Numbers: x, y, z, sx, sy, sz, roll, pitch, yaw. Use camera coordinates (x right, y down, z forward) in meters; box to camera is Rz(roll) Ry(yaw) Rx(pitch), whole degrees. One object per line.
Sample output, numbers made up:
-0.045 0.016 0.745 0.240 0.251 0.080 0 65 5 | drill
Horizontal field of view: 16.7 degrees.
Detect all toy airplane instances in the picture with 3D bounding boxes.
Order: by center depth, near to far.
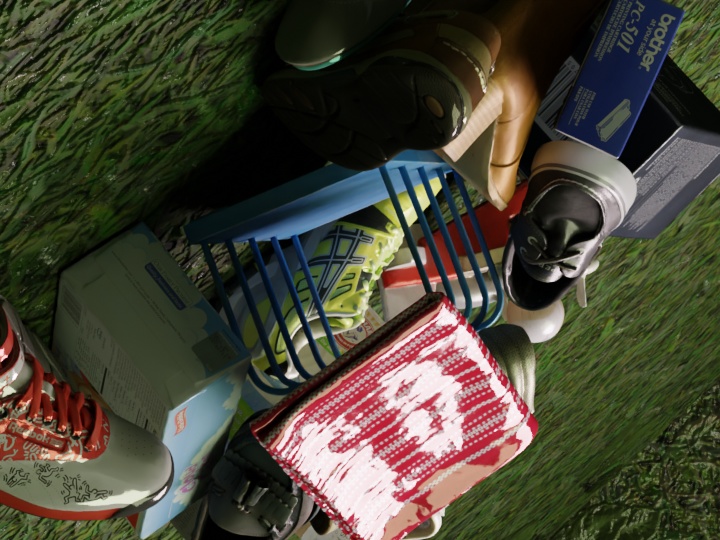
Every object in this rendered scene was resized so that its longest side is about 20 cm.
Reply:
0.101 -0.003 1.876 0.198 0.142 0.200 -27 -174 25 | toy airplane

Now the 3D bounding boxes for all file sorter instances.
0.000 0.000 1.573 0.138 0.124 0.200 -22 175 16 | file sorter

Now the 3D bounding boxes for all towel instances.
0.026 0.099 1.509 0.144 0.023 0.200 -36 146 1 | towel

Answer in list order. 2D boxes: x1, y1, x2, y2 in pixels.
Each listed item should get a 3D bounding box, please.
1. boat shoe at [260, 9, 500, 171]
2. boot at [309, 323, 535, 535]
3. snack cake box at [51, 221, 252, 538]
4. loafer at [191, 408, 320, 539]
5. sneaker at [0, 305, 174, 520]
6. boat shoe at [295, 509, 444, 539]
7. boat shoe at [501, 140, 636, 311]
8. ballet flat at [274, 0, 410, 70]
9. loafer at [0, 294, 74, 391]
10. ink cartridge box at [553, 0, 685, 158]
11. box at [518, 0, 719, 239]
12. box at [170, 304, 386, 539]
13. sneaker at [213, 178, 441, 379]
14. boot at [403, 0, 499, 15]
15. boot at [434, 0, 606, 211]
0.017 -0.108 1.405 0.074 0.076 0.199 -49 -156 -21 | boat shoe
0.033 0.104 1.627 0.154 0.072 0.200 -21 163 -17 | boot
-0.139 0.073 1.562 0.067 0.115 0.200 -33 163 -25 | snack cake box
-0.074 0.160 1.607 0.063 0.072 0.200 -47 170 -30 | loafer
-0.190 0.074 1.368 0.200 0.068 0.108 13 134 -13 | sneaker
0.032 0.171 1.821 0.200 0.069 0.071 -31 162 -47 | boat shoe
0.124 -0.022 1.573 0.200 0.069 0.067 120 -9 -72 | boat shoe
0.024 -0.193 1.372 0.200 0.067 0.064 -38 137 -14 | ballet flat
-0.216 0.070 1.484 0.062 0.072 0.200 -23 156 -1 | loafer
0.155 -0.121 1.489 0.200 0.044 0.095 -42 156 -83 | ink cartridge box
0.170 -0.112 1.743 0.107 0.149 0.200 -46 163 16 | box
-0.054 0.114 1.790 0.199 0.113 0.102 -31 164 -39 | box
-0.011 -0.001 1.739 0.200 0.076 0.075 -42 163 -4 | sneaker
0.062 -0.152 1.553 0.200 0.066 0.175 -46 155 15 | boot
0.103 -0.118 1.512 0.144 0.071 0.201 -49 165 0 | boot
